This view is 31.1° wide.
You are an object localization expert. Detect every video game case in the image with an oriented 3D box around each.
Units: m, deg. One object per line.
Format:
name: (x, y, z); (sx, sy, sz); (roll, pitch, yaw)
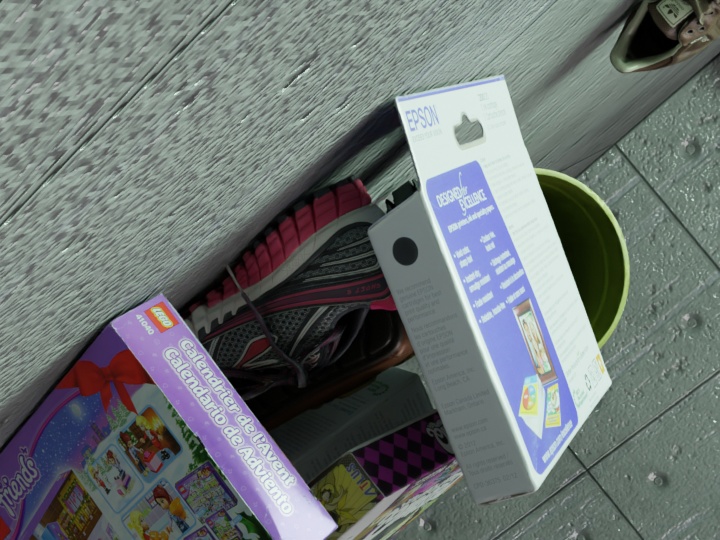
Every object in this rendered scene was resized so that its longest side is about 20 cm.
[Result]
video game case: (-0.004, 0.145, 0.762); (0.181, 0.036, 0.199); (-45, 165, 26)

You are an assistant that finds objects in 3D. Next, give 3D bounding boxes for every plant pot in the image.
plant pot: (0.147, 0.002, 1.332); (0.200, 0.201, 0.193); (-39, -173, -8)

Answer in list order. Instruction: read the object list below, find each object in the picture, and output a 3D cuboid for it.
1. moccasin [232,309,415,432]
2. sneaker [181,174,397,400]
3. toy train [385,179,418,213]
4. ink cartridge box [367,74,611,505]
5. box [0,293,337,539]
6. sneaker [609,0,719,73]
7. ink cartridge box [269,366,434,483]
moccasin: (-0.038, 0.052, 0.783); (0.201, 0.074, 0.077); (-30, 164, 29)
sneaker: (-0.055, 0.038, 0.702); (0.200, 0.075, 0.081); (-42, 174, 29)
toy train: (0.053, 0.013, 0.809); (0.034, 0.046, 0.201); (-34, -144, 14)
ink cartridge box: (0.070, -0.001, 0.701); (0.043, 0.202, 0.198); (-18, -177, 24)
box: (-0.114, 0.122, 0.643); (0.039, 0.137, 0.200); (-32, 171, -49)
sneaker: (0.245, -0.192, 0.902); (0.075, 0.071, 0.200); (-36, 173, -25)
ink cartridge box: (-0.079, 0.116, 0.848); (0.199, 0.041, 0.199); (-31, -161, -20)
